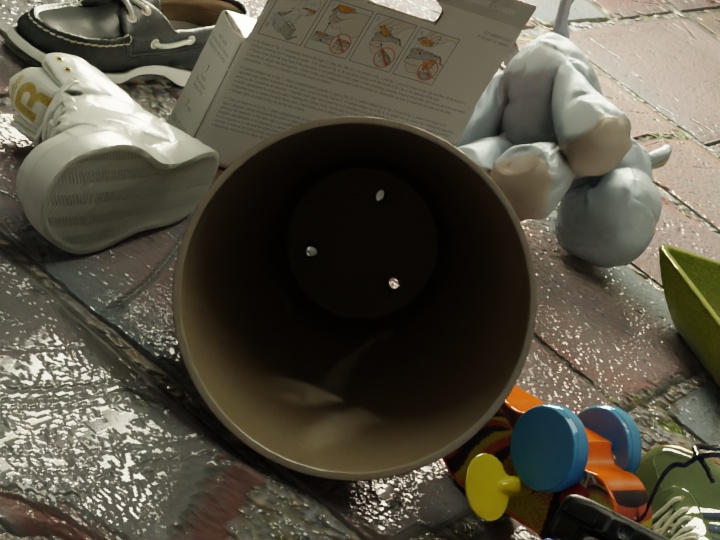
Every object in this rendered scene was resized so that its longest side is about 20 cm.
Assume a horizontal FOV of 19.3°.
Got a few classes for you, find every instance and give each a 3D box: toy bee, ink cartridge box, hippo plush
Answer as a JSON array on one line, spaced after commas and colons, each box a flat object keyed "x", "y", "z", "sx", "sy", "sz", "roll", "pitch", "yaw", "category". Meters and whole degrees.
[{"x": 0.111, "y": 0.126, "z": 1.147, "sx": 0.130, "sy": 0.110, "sz": 0.200, "roll": 9, "pitch": 5, "yaw": -26, "category": "toy bee"}, {"x": -0.005, "y": -0.136, "z": 1.410, "sx": 0.199, "sy": 0.177, "sz": 0.045, "roll": 13, "pitch": 28, "yaw": -37, "category": "ink cartridge box"}, {"x": 0.142, "y": -0.080, "z": 1.576, "sx": 0.161, "sy": 0.159, "sz": 0.201, "roll": 51, "pitch": 22, "yaw": -42, "category": "hippo plush"}]

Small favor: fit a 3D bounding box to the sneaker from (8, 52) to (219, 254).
[{"x": -0.172, "y": -0.072, "z": 1.223, "sx": 0.115, "sy": 0.074, "sz": 0.200, "roll": 35, "pitch": 13, "yaw": 14, "category": "sneaker"}]

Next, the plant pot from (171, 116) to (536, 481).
[{"x": 0.000, "y": 0.000, "z": 1.173, "sx": 0.187, "sy": 0.188, "sz": 0.200, "roll": 29, "pitch": 9, "yaw": -3, "category": "plant pot"}]

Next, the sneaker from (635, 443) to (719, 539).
[{"x": 0.191, "y": 0.164, "z": 1.177, "sx": 0.090, "sy": 0.067, "sz": 0.201, "roll": 19, "pitch": 28, "yaw": -38, "category": "sneaker"}]

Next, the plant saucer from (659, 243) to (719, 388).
[{"x": 0.319, "y": 0.076, "z": 1.542, "sx": 0.199, "sy": 0.048, "sz": 0.200, "roll": 16, "pitch": 27, "yaw": -31, "category": "plant saucer"}]

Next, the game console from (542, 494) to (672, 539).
[{"x": 0.160, "y": 0.200, "z": 0.976, "sx": 0.199, "sy": 0.119, "sz": 0.171, "roll": 26, "pitch": -11, "yaw": 15, "category": "game console"}]

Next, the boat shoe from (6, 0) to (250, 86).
[{"x": -0.154, "y": -0.167, "z": 1.440, "sx": 0.076, "sy": 0.061, "sz": 0.200, "roll": 42, "pitch": 25, "yaw": 24, "category": "boat shoe"}]
